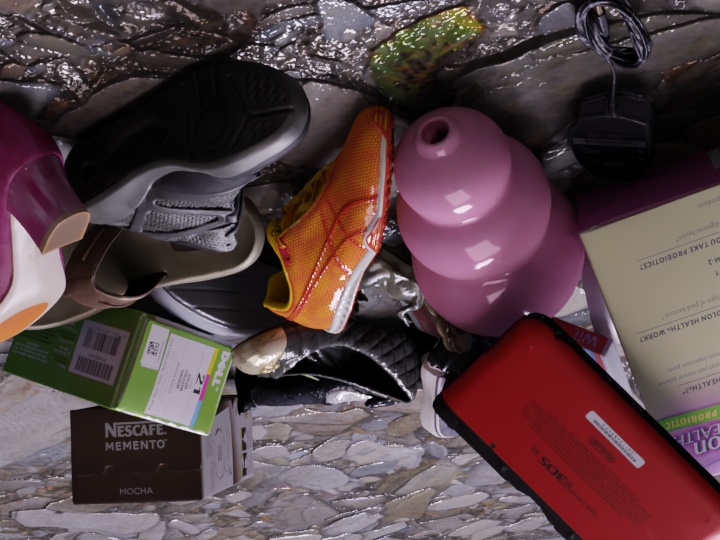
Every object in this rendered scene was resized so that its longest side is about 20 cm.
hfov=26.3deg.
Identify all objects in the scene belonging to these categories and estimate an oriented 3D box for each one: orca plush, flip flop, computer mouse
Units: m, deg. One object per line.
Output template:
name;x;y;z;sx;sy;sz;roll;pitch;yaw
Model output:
orca plush;-0.016;0.070;1.346;0.199;0.071;0.105;-4;-159;16
flip flop;-0.165;-0.007;1.080;0.199;0.081;0.058;-12;-164;4
computer mouse;0.165;-0.123;1.007;0.058;0.034;0.200;6;152;14

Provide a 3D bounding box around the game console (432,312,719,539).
game console;0.159;0.122;1.095;0.172;0.200;0.119;-47;178;38

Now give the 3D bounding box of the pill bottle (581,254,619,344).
pill bottle;0.269;-0.008;1.165;0.199;0.115;0.114;-12;154;10

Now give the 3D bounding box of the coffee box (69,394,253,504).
coffee box;-0.167;0.151;1.330;0.112;0.080;0.200;-3;178;7

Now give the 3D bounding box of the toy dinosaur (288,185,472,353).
toy dinosaur;0.000;0.000;1.168;0.200;0.048;0.088;36;142;-26

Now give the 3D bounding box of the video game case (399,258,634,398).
video game case;0.118;0.051;1.233;0.199;0.017;0.143;22;164;24

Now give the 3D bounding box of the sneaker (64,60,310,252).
sneaker;-0.090;-0.070;0.993;0.199;0.077;0.114;-23;152;36

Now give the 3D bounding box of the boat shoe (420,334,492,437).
boat shoe;0.105;0.114;1.281;0.093;0.075;0.200;33;167;17

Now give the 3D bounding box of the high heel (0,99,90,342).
high heel;-0.241;-0.024;1.018;0.067;0.096;0.200;-26;165;-34

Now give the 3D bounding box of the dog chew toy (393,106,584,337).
dog chew toy;0.081;-0.039;1.057;0.124;0.125;0.200;-14;145;14

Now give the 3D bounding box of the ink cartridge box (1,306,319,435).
ink cartridge box;-0.154;0.081;1.215;0.147;0.076;0.200;12;172;43

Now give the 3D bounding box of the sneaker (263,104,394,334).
sneaker;-0.023;-0.032;1.061;0.077;0.073;0.200;16;130;-6

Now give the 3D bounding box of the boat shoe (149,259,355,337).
boat shoe;-0.092;0.027;1.196;0.200;0.072;0.062;16;151;-41

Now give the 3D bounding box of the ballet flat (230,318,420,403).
ballet flat;-0.019;0.070;1.186;0.066;0.057;0.200;-28;157;37

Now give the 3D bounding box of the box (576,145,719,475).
box;0.265;0.020;1.063;0.175;0.201;0.097;-20;-166;13
